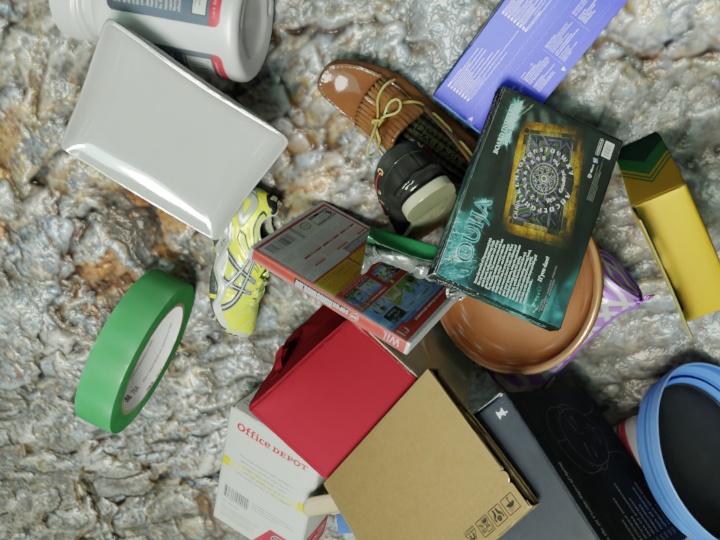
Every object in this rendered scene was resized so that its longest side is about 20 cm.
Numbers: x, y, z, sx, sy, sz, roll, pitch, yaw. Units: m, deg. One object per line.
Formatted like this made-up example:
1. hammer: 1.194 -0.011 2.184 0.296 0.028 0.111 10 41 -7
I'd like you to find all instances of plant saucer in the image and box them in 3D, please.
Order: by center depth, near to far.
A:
1. plant saucer: 0.169 0.011 0.809 0.199 0.037 0.202 1 91 38

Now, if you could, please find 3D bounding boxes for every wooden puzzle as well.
1. wooden puzzle: 0.049 0.308 0.962 0.184 0.047 0.200 -16 156 20

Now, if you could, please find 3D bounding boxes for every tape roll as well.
1. tape roll: -0.272 0.098 0.912 0.048 0.201 0.201 25 119 0

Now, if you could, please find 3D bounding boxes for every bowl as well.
1. bowl: 0.382 0.202 0.814 0.200 0.201 0.039 39 144 -7

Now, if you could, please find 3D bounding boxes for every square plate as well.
1. square plate: -0.195 -0.137 0.772 0.197 0.029 0.200 32 139 -15

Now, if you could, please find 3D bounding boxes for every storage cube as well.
1. storage cube: 0.012 0.125 0.875 0.200 0.171 0.180 43 116 -8

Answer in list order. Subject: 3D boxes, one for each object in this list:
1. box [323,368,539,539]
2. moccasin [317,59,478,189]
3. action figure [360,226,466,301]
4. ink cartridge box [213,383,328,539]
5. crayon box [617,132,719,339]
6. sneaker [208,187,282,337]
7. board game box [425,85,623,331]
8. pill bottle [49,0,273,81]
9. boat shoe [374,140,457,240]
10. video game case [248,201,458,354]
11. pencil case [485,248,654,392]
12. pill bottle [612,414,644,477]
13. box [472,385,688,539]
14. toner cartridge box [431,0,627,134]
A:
1. box: 0.061 0.223 0.754 0.200 0.021 0.164 -52 59 27
2. moccasin: 0.042 -0.150 0.784 0.201 0.078 0.074 38 118 -6
3. action figure: 0.101 0.004 0.756 0.199 0.118 0.055 11 89 1
4. ink cartridge box: -0.108 0.272 1.007 0.145 0.083 0.201 26 121 20
5. crayon box: 0.295 -0.040 0.706 0.051 0.200 0.127 -24 109 23
6. sneaker: -0.135 -0.004 0.901 0.076 0.075 0.201 9 118 11
7. board game box: 0.159 -0.060 0.715 0.135 0.028 0.201 23 79 -7
8. pill bottle: -0.199 -0.267 0.754 0.199 0.120 0.120 12 118 8
9. boat shoe: 0.057 -0.075 0.759 0.073 0.201 0.063 -36 78 0
10. video game case: 0.000 0.000 0.802 0.199 0.143 0.018 30 127 18
11. pencil case: 0.225 0.067 0.841 0.086 0.084 0.200 53 124 27
12. pill bottle: 0.288 0.274 0.909 0.120 0.120 0.200 44 118 -10
13. box: 0.206 0.236 0.778 0.124 0.196 0.201 -44 60 25
14. toner cartridge box: 0.168 -0.227 0.735 0.095 0.043 0.200 36 118 -5
